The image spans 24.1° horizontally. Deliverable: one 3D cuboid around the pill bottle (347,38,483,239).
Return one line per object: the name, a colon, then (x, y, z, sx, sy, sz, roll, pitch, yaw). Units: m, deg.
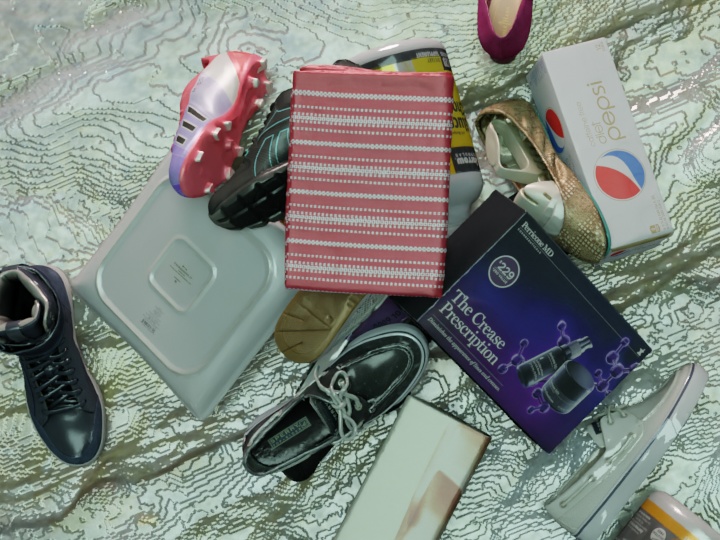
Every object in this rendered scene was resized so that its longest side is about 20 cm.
pill bottle: (0.051, -0.109, 1.591, 0.112, 0.112, 0.200, -16, 85, 3)

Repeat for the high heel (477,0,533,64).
high heel: (0.142, -0.299, 1.607, 0.067, 0.096, 0.200, -2, 85, 4)

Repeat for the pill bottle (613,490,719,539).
pill bottle: (0.254, 0.310, 1.540, 0.116, 0.116, 0.200, 39, 89, 6)

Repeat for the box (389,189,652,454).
box: (0.148, 0.048, 1.544, 0.141, 0.079, 0.200, -46, 116, -2)

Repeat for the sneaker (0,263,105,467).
sneaker: (-0.300, 0.090, 1.587, 0.077, 0.146, 0.203, -16, 86, 1)

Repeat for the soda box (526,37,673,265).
soda box: (0.224, -0.112, 1.587, 0.068, 0.064, 0.200, -15, 80, -12)

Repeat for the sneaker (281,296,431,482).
sneaker: (-0.004, 0.117, 1.586, 0.087, 0.076, 0.200, 26, 88, 22)

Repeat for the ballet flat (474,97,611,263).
ballet flat: (0.161, -0.081, 1.570, 0.065, 0.071, 0.200, -6, 48, -27)

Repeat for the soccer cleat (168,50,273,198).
soccer cleat: (-0.146, -0.138, 1.593, 0.076, 0.067, 0.200, 5, 45, 20)

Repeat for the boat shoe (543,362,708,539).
boat shoe: (0.245, 0.159, 1.579, 0.070, 0.071, 0.200, 37, 96, 4)

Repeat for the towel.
towel: (0.007, -0.079, 1.476, 0.144, 0.022, 0.200, 3, 90, 9)

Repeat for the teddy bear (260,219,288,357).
teddy bear: (-0.074, -0.016, 1.606, 0.145, 0.067, 0.200, 24, 91, 27)

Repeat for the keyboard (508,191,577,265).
keyboard: (0.158, -0.021, 1.613, 0.200, 0.040, 0.104, -33, 83, 2)

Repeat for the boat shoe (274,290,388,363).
boat shoe: (0.000, 0.000, 1.541, 0.071, 0.069, 0.200, 44, 100, 14)

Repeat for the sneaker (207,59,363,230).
sneaker: (-0.061, -0.113, 1.545, 0.200, 0.075, 0.079, -36, 61, 6)

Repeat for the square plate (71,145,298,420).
square plate: (-0.163, 0.006, 1.600, 0.200, 0.028, 0.198, 43, 104, 18)

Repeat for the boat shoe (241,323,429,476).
boat shoe: (-0.024, 0.119, 1.523, 0.199, 0.068, 0.074, -29, 97, 7)

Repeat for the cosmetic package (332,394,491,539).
cosmetic package: (0.039, 0.223, 1.571, 0.087, 0.103, 0.200, 28, 89, 7)
